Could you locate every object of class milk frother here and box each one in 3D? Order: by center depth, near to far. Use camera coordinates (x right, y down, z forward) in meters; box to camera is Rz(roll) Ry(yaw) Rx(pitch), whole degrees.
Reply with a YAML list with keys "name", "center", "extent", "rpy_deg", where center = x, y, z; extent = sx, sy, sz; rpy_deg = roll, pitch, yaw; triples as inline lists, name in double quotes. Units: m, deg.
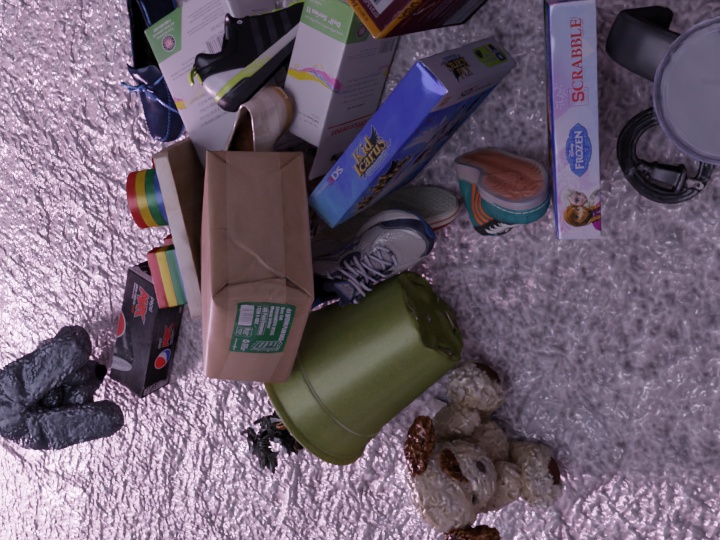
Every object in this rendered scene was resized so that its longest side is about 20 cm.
- name: "milk frother"
  center: [0.302, -0.131, 0.805]
  extent: [0.180, 0.188, 0.201]
  rpy_deg: [12, 114, 29]

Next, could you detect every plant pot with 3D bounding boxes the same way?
- name: "plant pot"
  center: [0.014, 0.099, 1.092]
  extent: [0.189, 0.200, 0.201]
  rpy_deg: [-34, 88, 23]

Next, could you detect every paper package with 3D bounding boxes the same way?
- name: "paper package"
  center: [-0.116, -0.001, 0.984]
  extent: [0.200, 0.103, 0.192]
  rpy_deg: [111, 155, -57]

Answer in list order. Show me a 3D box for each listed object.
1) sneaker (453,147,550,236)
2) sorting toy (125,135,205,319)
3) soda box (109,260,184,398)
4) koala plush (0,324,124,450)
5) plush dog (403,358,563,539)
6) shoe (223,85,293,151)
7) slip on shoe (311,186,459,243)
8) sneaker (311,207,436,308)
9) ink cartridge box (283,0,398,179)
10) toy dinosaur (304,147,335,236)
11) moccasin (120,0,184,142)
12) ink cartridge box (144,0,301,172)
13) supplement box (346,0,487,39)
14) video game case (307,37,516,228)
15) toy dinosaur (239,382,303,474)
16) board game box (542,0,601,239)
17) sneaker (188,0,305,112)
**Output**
- name: "sneaker"
  center: [0.150, -0.070, 0.943]
  extent: [0.071, 0.200, 0.080]
  rpy_deg: [-17, 109, -2]
- name: "sorting toy"
  center: [-0.225, -0.058, 1.151]
  extent: [0.069, 0.200, 0.200]
  rpy_deg: [-9, 104, 6]
- name: "soda box"
  center: [-0.310, 0.084, 1.348]
  extent: [0.071, 0.063, 0.201]
  rpy_deg: [29, 120, 20]
- name: "koala plush"
  center: [-0.462, 0.178, 1.413]
  extent: [0.183, 0.200, 0.178]
  rpy_deg: [-22, 99, -3]
- name: "plush dog"
  center: [0.113, 0.229, 1.067]
  extent: [0.160, 0.172, 0.201]
  rpy_deg: [-33, 89, 36]
- name: "shoe"
  center: [-0.134, -0.124, 1.038]
  extent: [0.070, 0.053, 0.200]
  rpy_deg: [41, 136, 12]
- name: "slip on shoe"
  center: [0.034, -0.045, 1.089]
  extent: [0.199, 0.074, 0.061]
  rpy_deg: [-21, 127, 31]
- name: "sneaker"
  center: [0.000, 0.000, 1.032]
  extent: [0.199, 0.085, 0.077]
  rpy_deg: [-23, 119, 38]
- name: "ink cartridge box"
  center: [-0.027, -0.213, 1.024]
  extent: [0.067, 0.117, 0.201]
  rpy_deg: [30, 122, 21]
- name: "toy dinosaur"
  center: [-0.098, -0.055, 1.155]
  extent: [0.135, 0.086, 0.201]
  rpy_deg: [16, 121, 19]
- name: "moccasin"
  center: [-0.277, -0.264, 1.193]
  extent: [0.080, 0.068, 0.201]
  rpy_deg: [5, 110, 31]
- name: "ink cartridge box"
  center: [-0.153, -0.230, 1.117]
  extent: [0.145, 0.087, 0.201]
  rpy_deg: [-19, 95, 36]
- name: "supplement box"
  center: [0.057, -0.300, 0.888]
  extent: [0.086, 0.200, 0.111]
  rpy_deg: [-38, 86, 35]
- name: "video game case"
  center: [0.055, -0.145, 0.959]
  extent: [0.045, 0.181, 0.200]
  rpy_deg: [47, 126, 7]
- name: "toy dinosaur"
  center: [-0.089, 0.191, 1.249]
  extent: [0.200, 0.102, 0.136]
  rpy_deg: [46, 112, 31]
- name: "board game box"
  center: [0.195, -0.152, 0.858]
  extent: [0.041, 0.200, 0.201]
  rpy_deg: [-2, 107, 11]
- name: "sneaker"
  center: [-0.109, -0.263, 1.012]
  extent: [0.083, 0.200, 0.072]
  rpy_deg: [43, 157, -8]
